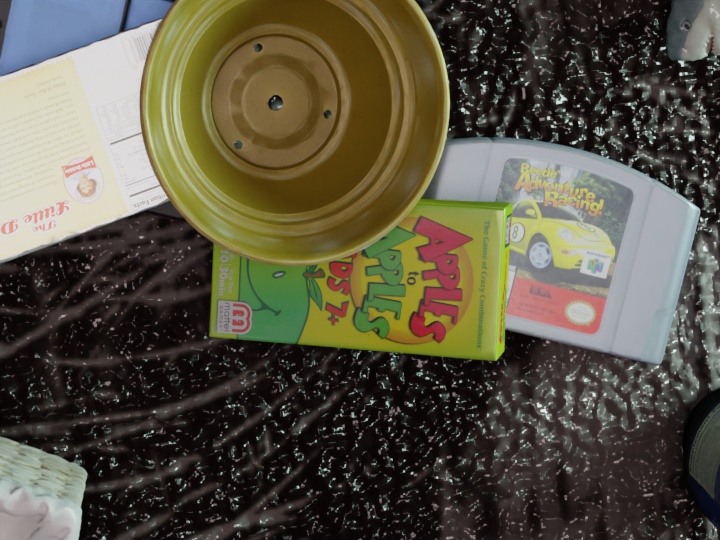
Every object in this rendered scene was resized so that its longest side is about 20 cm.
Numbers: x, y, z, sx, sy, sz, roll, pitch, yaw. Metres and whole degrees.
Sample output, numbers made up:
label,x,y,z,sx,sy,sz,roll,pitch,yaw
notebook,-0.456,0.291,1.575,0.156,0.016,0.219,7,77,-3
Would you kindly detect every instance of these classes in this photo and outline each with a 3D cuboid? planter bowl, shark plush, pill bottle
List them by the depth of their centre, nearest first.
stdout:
label,x,y,z,sx,sy,sz,roll,pitch,yaw
planter bowl,-0.048,-0.107,1.095,0.198,0.083,0.203,-2,97,-14
pill bottle,0.279,0.135,1.126,0.111,0.200,0.113,0,97,-2
shark plush,0.237,-0.247,1.148,0.083,0.091,0.202,-5,104,28

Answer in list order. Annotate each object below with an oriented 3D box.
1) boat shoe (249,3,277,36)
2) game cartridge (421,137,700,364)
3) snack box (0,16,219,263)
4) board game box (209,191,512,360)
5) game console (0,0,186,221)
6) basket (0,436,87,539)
label,x,y,z,sx,sy,sz,roll,pitch,yaw
boat shoe,-0.016,-0.244,1.136,0.200,0.070,0.066,-46,73,10
game cartridge,0.132,-0.020,1.183,0.198,0.041,0.135,13,92,-4
snack box,-0.202,-0.081,1.129,0.198,0.037,0.117,-20,99,-3
board game box,0.000,0.000,1.148,0.198,0.048,0.103,4,96,11
game console,-0.170,-0.148,1.154,0.175,0.031,0.202,14,97,-4
basket,-0.295,0.204,1.125,0.198,0.161,0.200,18,96,-4
